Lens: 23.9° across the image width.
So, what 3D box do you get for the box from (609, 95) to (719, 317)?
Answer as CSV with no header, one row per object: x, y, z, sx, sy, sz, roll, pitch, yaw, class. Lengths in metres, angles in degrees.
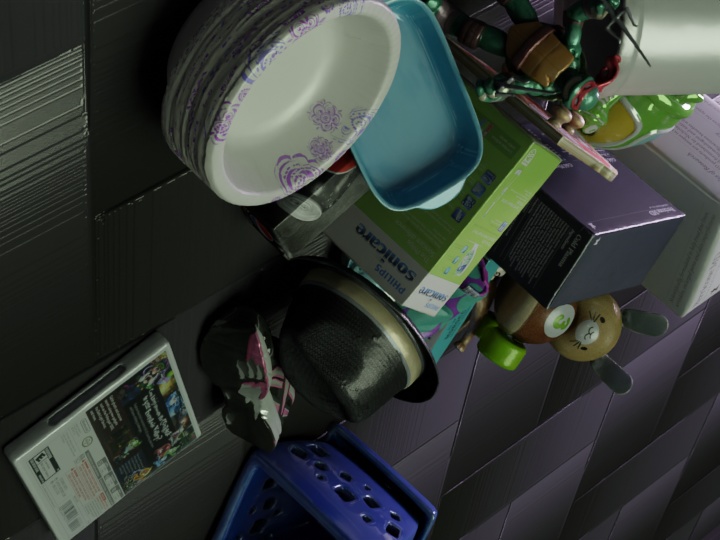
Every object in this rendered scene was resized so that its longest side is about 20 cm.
0.374,-0.092,2.016,0.131,0.200,0.199,-31,151,-30,box

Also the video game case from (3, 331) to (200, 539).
-0.245,0.166,1.648,0.182,0.023,0.200,-38,152,-17,video game case

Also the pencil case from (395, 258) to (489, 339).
0.049,0.050,1.813,0.200,0.092,0.085,-43,-157,29,pencil case

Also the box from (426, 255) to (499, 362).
0.073,0.039,1.876,0.049,0.082,0.200,-17,143,-60,box

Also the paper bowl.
-0.072,-0.158,1.349,0.200,0.104,0.201,-36,152,-23,paper bowl

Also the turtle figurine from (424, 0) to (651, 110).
0.154,-0.200,1.520,0.150,0.200,0.101,-44,160,-10,turtle figurine

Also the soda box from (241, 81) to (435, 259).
-0.019,-0.106,1.554,0.200,0.063,0.071,-43,154,-10,soda box

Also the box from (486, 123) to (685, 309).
0.214,-0.065,1.832,0.200,0.182,0.104,-11,137,-50,box

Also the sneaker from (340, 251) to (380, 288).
0.000,0.000,1.753,0.082,0.074,0.200,29,111,-33,sneaker

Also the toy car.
0.261,0.063,2.027,0.164,0.200,0.158,-58,-172,11,toy car

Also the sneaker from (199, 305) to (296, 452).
-0.106,0.092,1.719,0.086,0.080,0.200,-59,162,-32,sneaker

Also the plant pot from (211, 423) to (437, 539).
-0.037,0.312,1.984,0.180,0.200,0.200,-23,146,-51,plant pot

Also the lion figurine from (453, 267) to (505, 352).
0.125,0.018,1.965,0.123,0.072,0.200,-52,169,-6,lion figurine

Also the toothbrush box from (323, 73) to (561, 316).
0.069,-0.080,1.629,0.200,0.146,0.086,-51,155,8,toothbrush box

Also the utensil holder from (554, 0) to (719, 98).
0.310,-0.249,1.638,0.199,0.170,0.170,-1,137,-16,utensil holder

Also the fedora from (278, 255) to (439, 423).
-0.019,0.082,1.663,0.092,0.200,0.201,-50,158,-24,fedora

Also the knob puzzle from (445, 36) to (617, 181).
0.182,-0.153,1.636,0.030,0.220,0.220,-52,154,10,knob puzzle

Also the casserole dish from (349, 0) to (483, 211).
0.031,-0.148,1.496,0.121,0.039,0.200,-31,113,-15,casserole dish

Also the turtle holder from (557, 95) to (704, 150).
0.278,-0.185,1.785,0.141,0.186,0.132,39,118,-23,turtle holder
